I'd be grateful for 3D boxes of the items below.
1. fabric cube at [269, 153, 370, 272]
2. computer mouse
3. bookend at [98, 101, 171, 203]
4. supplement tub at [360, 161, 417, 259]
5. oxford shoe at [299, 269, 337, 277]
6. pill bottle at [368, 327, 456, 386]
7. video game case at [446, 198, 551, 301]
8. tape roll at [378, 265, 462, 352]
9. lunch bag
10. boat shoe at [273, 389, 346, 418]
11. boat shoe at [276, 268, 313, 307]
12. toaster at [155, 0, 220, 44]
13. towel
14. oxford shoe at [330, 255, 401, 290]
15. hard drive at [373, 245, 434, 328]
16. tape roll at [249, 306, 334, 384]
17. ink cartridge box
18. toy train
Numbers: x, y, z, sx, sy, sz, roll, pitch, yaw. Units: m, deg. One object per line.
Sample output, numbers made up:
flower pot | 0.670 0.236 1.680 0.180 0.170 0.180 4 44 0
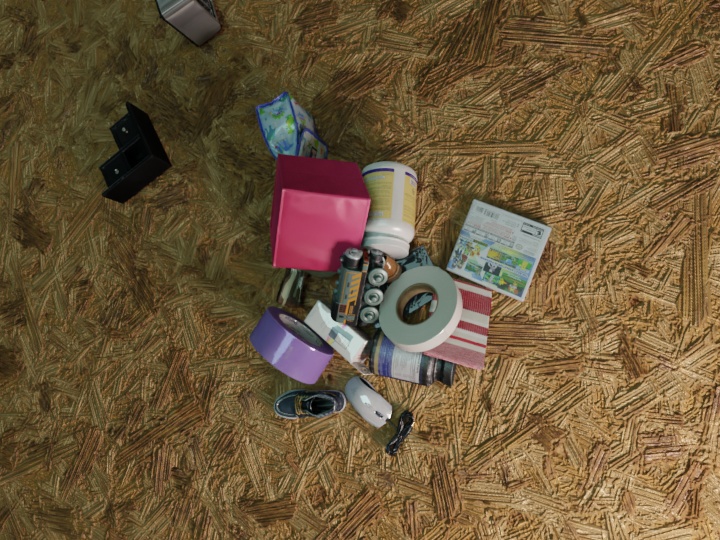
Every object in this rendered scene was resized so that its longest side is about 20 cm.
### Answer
fabric cube | -0.103 -0.134 1.281 0.194 0.202 0.200 3 123 -14
computer mouse | 0.035 0.341 1.334 0.199 0.044 0.111 38 96 17
bookend | -0.689 -0.344 1.613 0.196 0.092 0.203 -32 74 11
supplement tub | 0.062 -0.141 1.323 0.141 0.145 0.206 1 75 16
oxford shoe | -0.112 -0.021 1.369 0.195 0.074 0.073 6 88 -19
pill bottle | 0.125 0.206 1.289 0.195 0.112 0.115 10 86 16
video game case | 0.327 -0.050 1.308 0.196 0.022 0.186 23 90 17
tape roll | 0.135 0.084 1.248 0.199 0.037 0.207 -18 51 23
lunch bag | -0.167 -0.324 1.414 0.125 0.170 0.205 -20 77 16
boat shoe | -0.138 0.330 1.362 0.195 0.091 0.073 -10 80 15
boat shoe | -0.154 -0.002 1.431 0.073 0.075 0.207 20 83 -14
toaster | -0.503 -0.777 1.558 0.116 0.199 0.185 -23 76 17
towel | 0.224 0.116 1.259 0.140 0.023 0.204 16 61 0
oxford shoe | 0.000 0.000 1.336 0.196 0.071 0.073 -17 47 29
hard drive | 0.099 0.043 1.353 0.197 0.042 0.137 -30 76 11
tape roll | -0.166 0.179 1.333 0.198 0.200 0.086 36 93 17
ink cartridge box | -0.032 0.164 1.338 0.199 0.117 0.068 39 93 17
toy train | -0.005 0.039 1.253 0.111 0.086 0.204 6 123 -9
